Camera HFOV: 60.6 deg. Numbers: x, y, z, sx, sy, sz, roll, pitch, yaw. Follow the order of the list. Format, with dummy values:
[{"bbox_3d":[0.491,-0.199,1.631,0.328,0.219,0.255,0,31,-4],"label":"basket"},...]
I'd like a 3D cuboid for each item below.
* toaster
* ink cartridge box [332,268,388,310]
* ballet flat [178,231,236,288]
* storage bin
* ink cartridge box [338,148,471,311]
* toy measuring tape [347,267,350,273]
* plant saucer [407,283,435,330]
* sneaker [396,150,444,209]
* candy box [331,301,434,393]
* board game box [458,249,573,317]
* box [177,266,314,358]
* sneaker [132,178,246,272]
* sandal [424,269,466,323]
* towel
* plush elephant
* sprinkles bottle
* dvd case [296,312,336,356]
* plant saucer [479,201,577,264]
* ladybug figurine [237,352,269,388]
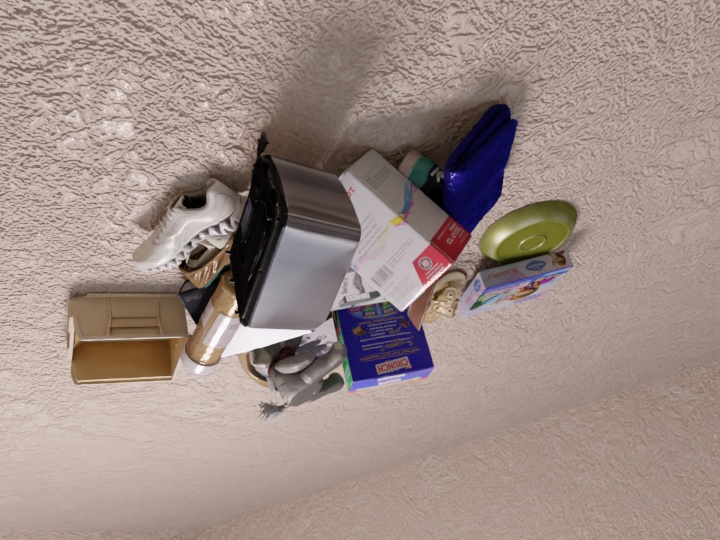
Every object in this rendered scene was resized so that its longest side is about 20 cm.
[{"bbox_3d":[-0.096,-0.046,0.819,0.118,0.181,0.200,10,121,-25],"label":"toaster"},{"bbox_3d":[0.000,0.000,1.123,0.199,0.084,0.146,-10,152,-8],"label":"ink cartridge box"},{"bbox_3d":[-0.230,-0.039,0.987,0.072,0.068,0.200,32,134,-29],"label":"ballet flat"},{"bbox_3d":[-0.437,0.130,1.149,0.198,0.094,0.200,1,148,-26],"label":"storage bin"},{"bbox_3d":[0.040,-0.059,0.923,0.083,0.200,0.146,-49,-179,-44],"label":"ink cartridge box"},{"bbox_3d":[-0.101,-0.041,0.980,0.199,0.074,0.074,9,161,25],"label":"toy measuring tape"},{"bbox_3d":[0.125,0.010,1.123,0.034,0.201,0.200,19,152,8],"label":"plant saucer"},{"bbox_3d":[0.090,-0.097,0.974,0.071,0.080,0.200,-48,163,-26],"label":"sneaker"},{"bbox_3d":[0.040,0.133,1.258,0.169,0.200,0.077,-8,151,-11],"label":"candy box"},{"bbox_3d":[0.327,0.033,1.333,0.199,0.041,0.200,-14,161,-9],"label":"board game box"},{"bbox_3d":[-0.198,0.064,1.101,0.199,0.051,0.158,-16,122,13],"label":"box"},{"bbox_3d":[-0.263,-0.068,0.906,0.200,0.075,0.081,-30,141,12],"label":"sneaker"},{"bbox_3d":[0.190,0.082,1.371,0.077,0.070,0.212,-4,150,-18],"label":"sandal"},{"bbox_3d":[0.177,-0.135,0.924,0.148,0.049,0.200,-51,158,-18],"label":"towel"},{"bbox_3d":[-0.141,0.184,1.208,0.200,0.155,0.165,-30,151,-16],"label":"plush elephant"},{"bbox_3d":[-0.241,0.091,1.049,0.068,0.068,0.200,9,129,-37],"label":"sprinkles bottle"},{"bbox_3d":[-0.078,0.149,1.418,0.200,0.025,0.150,-31,147,27],"label":"dvd case"},{"bbox_3d":[0.335,-0.065,1.217,0.199,0.031,0.200,-10,151,-6],"label":"plant saucer"},{"bbox_3d":[-0.200,0.190,1.358,0.135,0.072,0.200,17,140,6],"label":"ladybug figurine"}]
